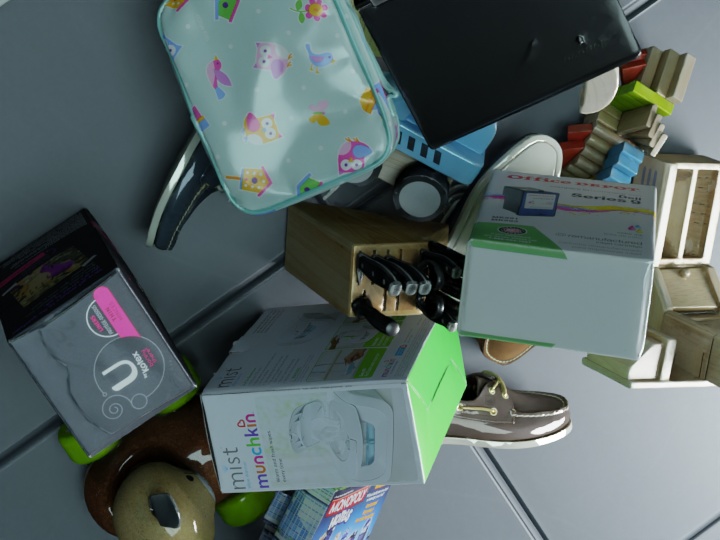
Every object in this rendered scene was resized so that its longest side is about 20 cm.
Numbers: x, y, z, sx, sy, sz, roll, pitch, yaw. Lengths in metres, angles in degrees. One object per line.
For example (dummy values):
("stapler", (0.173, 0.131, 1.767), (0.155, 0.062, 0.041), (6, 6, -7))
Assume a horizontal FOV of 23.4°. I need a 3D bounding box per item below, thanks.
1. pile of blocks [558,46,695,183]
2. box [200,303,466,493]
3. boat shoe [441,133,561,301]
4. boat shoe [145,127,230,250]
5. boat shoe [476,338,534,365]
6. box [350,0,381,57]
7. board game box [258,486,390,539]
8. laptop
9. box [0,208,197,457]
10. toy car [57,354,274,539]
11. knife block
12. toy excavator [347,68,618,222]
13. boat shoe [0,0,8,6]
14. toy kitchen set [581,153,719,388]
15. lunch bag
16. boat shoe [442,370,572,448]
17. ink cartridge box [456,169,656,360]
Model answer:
("pile of blocks", (0.222, -0.120, 1.567), (0.062, 0.082, 0.200), (27, 97, -22))
("box", (-0.018, 0.098, 1.463), (0.176, 0.200, 0.097), (-6, 108, 15))
("boat shoe", (0.108, -0.039, 1.557), (0.075, 0.062, 0.200), (24, 102, -23))
("boat shoe", (-0.119, -0.101, 1.476), (0.062, 0.075, 0.200), (27, 88, -11))
("boat shoe", (0.172, 0.014, 1.566), (0.076, 0.074, 0.200), (22, 123, -22))
("box", (-0.029, -0.227, 1.477), (0.200, 0.050, 0.075), (7, 104, -19))
("board game box", (-0.032, 0.211, 1.527), (0.062, 0.200, 0.200), (27, 97, 17))
("laptop", (0.097, -0.238, 1.395), (0.187, 0.200, 0.116), (-23, 143, 16))
("box", (-0.222, 0.045, 1.416), (0.106, 0.200, 0.122), (-33, 113, -5))
("toy car", (-0.151, 0.194, 1.481), (0.158, 0.200, 0.164), (-33, 112, -5))
("knife block", (0.000, 0.000, 1.448), (0.200, 0.176, 0.064), (10, 105, 20))
("toy excavator", (0.091, -0.140, 1.455), (0.194, 0.100, 0.200), (26, 123, -9))
("boat shoe", (-0.243, -0.265, 1.395), (0.200, 0.074, 0.065), (-27, 117, 3))
("toy kitchen set", (0.289, 0.005, 1.543), (0.163, 0.200, 0.181), (-1, 106, -31))
("lunch bag", (-0.059, -0.151, 1.396), (0.160, 0.077, 0.200), (-22, 95, 4))
("boat shoe", (0.103, 0.126, 1.610), (0.200, 0.072, 0.060), (0, 109, -11))
("ink cartridge box", (0.164, -0.010, 1.412), (0.145, 0.200, 0.088), (7, 109, 9))
